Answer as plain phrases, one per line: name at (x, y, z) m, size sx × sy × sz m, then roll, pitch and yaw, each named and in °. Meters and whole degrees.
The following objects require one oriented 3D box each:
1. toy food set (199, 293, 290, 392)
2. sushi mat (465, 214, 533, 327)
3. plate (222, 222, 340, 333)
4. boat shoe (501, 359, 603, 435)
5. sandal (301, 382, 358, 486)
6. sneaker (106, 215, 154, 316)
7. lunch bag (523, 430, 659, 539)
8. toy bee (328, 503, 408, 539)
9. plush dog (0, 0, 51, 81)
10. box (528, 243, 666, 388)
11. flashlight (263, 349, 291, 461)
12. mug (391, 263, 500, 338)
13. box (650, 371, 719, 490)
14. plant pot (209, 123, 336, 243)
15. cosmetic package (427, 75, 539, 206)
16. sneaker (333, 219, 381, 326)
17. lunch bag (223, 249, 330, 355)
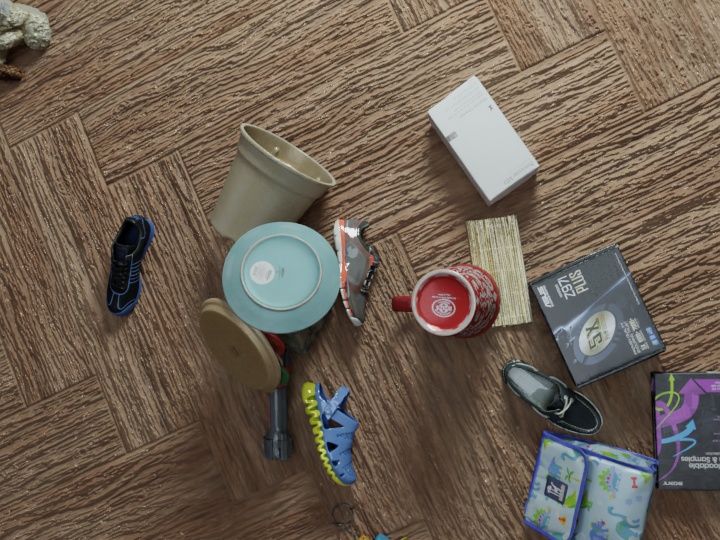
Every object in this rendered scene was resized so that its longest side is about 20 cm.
toy food set at (-0.201, 0.127, 1.383) m, size 0.200 × 0.198 × 0.049 m, roll 49°, pitch 56°, yaw 2°
sushi mat at (0.252, 0.003, 1.457) m, size 0.095 × 0.012 × 0.202 m, roll -9°, pitch 86°, yaw 9°
plate at (-0.131, 0.006, 1.324) m, size 0.198 × 0.026 × 0.202 m, roll 2°, pitch 68°, yaw -4°
boat shoe at (0.335, 0.227, 1.407) m, size 0.199 × 0.060 × 0.076 m, roll 28°, pitch 92°, yaw 10°
sandal at (-0.042, 0.293, 1.465) m, size 0.086 × 0.079 × 0.202 m, roll -18°, pitch 86°, yaw 5°
sneaker at (-0.459, -0.010, 1.549) m, size 0.069 × 0.078 × 0.202 m, roll 14°, pitch 90°, yaw 10°
lunch bag at (0.389, 0.382, 1.366) m, size 0.198 × 0.127 × 0.172 m, roll 14°, pitch 93°, yaw 25°
toy bee at (0.017, 0.520, 1.427) m, size 0.198 × 0.109 × 0.132 m, roll 19°, pitch 93°, yaw 10°
plush dog at (-0.746, -0.471, 1.600) m, size 0.199 × 0.160 × 0.173 m, roll 37°, pitch 117°, yaw 9°
box at (0.406, 0.078, 1.389) m, size 0.162 × 0.086 × 0.202 m, roll -24°, pitch 84°, yaw 9°
flashlight at (-0.160, 0.247, 1.496) m, size 0.067 × 0.068 × 0.202 m, roll 0°, pitch 93°, yaw 18°
mug at (0.144, 0.065, 1.373) m, size 0.177 × 0.200 × 0.134 m, roll -31°, pitch 80°, yaw 14°
box at (0.578, 0.276, 1.375) m, size 0.141 × 0.036 × 0.202 m, roll -2°, pitch 89°, yaw 10°
plant pot at (-0.175, -0.136, 1.463) m, size 0.200 × 0.200 × 0.184 m, roll 36°, pitch 105°, yaw 10°
cosmetic package at (0.220, -0.229, 1.438) m, size 0.112 × 0.081 × 0.201 m, roll -37°, pitch 81°, yaw 5°
sneaker at (0.000, 0.000, 1.472) m, size 0.081 × 0.077 × 0.202 m, roll -8°, pitch 87°, yaw 3°
lunch bag at (-0.150, 0.039, 1.428) m, size 0.166 × 0.200 × 0.140 m, roll 24°, pitch 71°, yaw 14°
